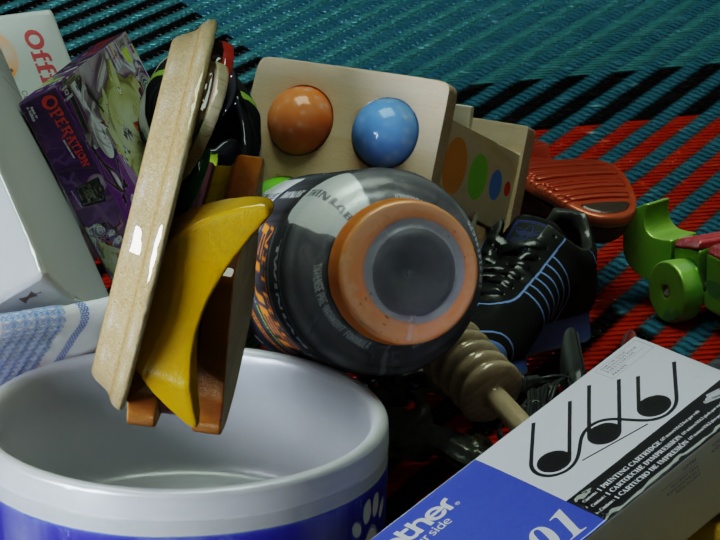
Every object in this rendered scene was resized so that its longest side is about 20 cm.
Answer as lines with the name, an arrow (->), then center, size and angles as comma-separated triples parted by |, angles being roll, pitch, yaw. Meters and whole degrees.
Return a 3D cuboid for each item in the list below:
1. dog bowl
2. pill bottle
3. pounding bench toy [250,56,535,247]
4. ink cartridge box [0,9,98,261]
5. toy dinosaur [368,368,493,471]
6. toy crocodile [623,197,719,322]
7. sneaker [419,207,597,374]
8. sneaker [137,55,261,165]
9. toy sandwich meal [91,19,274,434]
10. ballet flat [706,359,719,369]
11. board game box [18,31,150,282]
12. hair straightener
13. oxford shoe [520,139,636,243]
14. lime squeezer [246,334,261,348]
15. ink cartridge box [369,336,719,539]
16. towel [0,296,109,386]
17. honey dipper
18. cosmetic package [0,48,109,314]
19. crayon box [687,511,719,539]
dog bowl -> -0.086, 0.105, 1.431 | 0.200, 0.079, 0.200 | 0, 19, 0
pill bottle -> 0.000, 0.000, 1.520 | 0.106, 0.106, 0.200 | -4, 1, -14
pounding bench toy -> -0.025, -0.051, 1.748 | 0.200, 0.124, 0.156 | 10, -5, 26
ink cartridge box -> -0.263, -0.047, 1.704 | 0.200, 0.145, 0.145 | -12, -18, -34
toy dinosaur -> -0.003, 0.077, 1.578 | 0.200, 0.048, 0.088 | 3, 25, 19
toy crocodile -> 0.231, 0.009, 1.761 | 0.067, 0.062, 0.200 | -10, 21, -29
sneaker -> 0.081, 0.012, 1.689 | 0.070, 0.078, 0.200 | 7, 12, 23
sneaker -> -0.080, -0.083, 1.620 | 0.072, 0.083, 0.200 | 13, 29, -11
toy sandwich meal -> -0.074, -0.015, 1.369 | 0.070, 0.205, 0.205 | 14, 18, -5
ballet flat -> 0.263, 0.074, 1.556 | 0.200, 0.073, 0.073 | 2, 18, 12
board game box -> -0.134, -0.064, 1.670 | 0.032, 0.120, 0.200 | -21, 10, 11
hair straightener -> 0.107, 0.079, 1.596 | 0.077, 0.041, 0.200 | 3, 23, 8
oxford shoe -> 0.117, -0.037, 1.877 | 0.071, 0.073, 0.200 | -2, 14, -21
lime squeezer -> -0.093, 0.044, 1.643 | 0.038, 0.071, 0.200 | 10, -10, 14
ink cartridge box -> 0.095, 0.111, 1.368 | 0.200, 0.044, 0.094 | -35, 35, -25
towel -> -0.174, 0.055, 1.517 | 0.200, 0.147, 0.024 | -10, 62, -35
honey dipper -> 0.095, 0.092, 1.488 | 0.038, 0.038, 0.200 | -10, 37, -29
cosmetic package -> -0.210, -0.046, 1.546 | 0.081, 0.200, 0.113 | -28, -24, 9
crayon box -> 0.225, 0.131, 1.408 | 0.126, 0.052, 0.200 | 16, 24, 40
